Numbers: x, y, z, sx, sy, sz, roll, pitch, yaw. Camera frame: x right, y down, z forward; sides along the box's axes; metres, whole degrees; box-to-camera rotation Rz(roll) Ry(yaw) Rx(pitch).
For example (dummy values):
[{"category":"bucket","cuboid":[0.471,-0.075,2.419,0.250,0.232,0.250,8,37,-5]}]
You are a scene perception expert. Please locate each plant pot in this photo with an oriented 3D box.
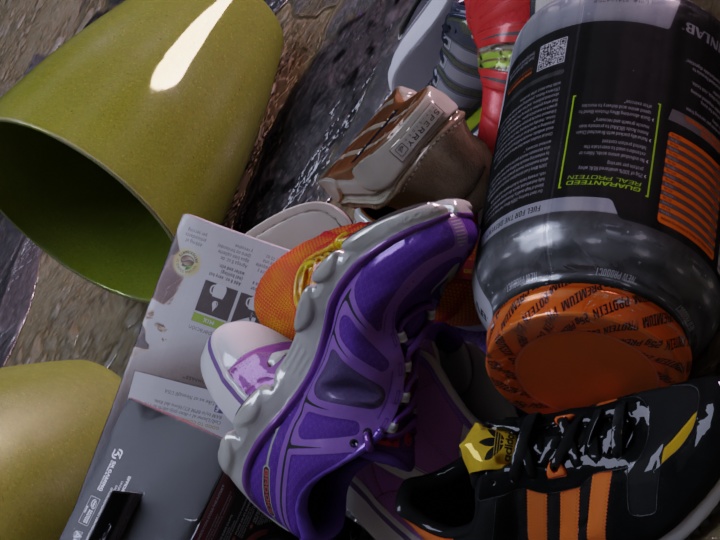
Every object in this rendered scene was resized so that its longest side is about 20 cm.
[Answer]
[{"category":"plant pot","cuboid":[-0.144,-0.112,1.999,0.200,0.187,0.187,-54,19,-25]},{"category":"plant pot","cuboid":[-0.221,0.135,1.718,0.200,0.187,0.187,-34,-2,-46]}]

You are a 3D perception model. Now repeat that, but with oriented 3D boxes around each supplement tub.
[{"category":"supplement tub","cuboid":[0.121,-0.030,1.386,0.122,0.122,0.200,-35,33,46]}]

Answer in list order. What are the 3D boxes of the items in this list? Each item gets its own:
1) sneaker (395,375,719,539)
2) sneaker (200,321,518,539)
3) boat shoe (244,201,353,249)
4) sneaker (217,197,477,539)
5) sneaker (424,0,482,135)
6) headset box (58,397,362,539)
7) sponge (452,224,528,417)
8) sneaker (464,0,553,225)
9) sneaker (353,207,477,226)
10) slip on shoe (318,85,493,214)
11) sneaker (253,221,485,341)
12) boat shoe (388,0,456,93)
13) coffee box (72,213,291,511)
[{"category":"sneaker","cuboid":[0.095,0.096,1.333,0.200,0.090,0.070,-36,34,46]},{"category":"sneaker","cuboid":[0.007,0.058,1.475,0.200,0.073,0.114,36,120,27]},{"category":"boat shoe","cuboid":[-0.063,0.031,1.764,0.200,0.073,0.063,-54,-10,23]},{"category":"sneaker","cuboid":[0.010,0.050,1.390,0.083,0.081,0.200,45,123,28]},{"category":"sneaker","cuboid":[0.071,-0.116,1.619,0.200,0.081,0.074,-29,3,44]},{"category":"headset box","cuboid":[-0.094,0.165,1.509,0.075,0.200,0.149,21,81,27]},{"category":"sponge","cuboid":[0.043,0.045,1.525,0.200,0.030,0.112,-28,57,46]},{"category":"sneaker","cuboid":[0.089,-0.118,1.523,0.085,0.077,0.200,26,108,41]},{"category":"sneaker","cuboid":[0.014,-0.004,1.628,0.200,0.085,0.073,-51,26,29]},{"category":"slip on shoe","cuboid":[0.029,-0.057,1.503,0.076,0.061,0.200,-51,7,-8]},{"category":"sneaker","cuboid":[0.000,0.000,1.509,0.200,0.077,0.073,-12,69,52]},{"category":"boat shoe","cuboid":[0.082,-0.180,1.722,0.200,0.070,0.066,-54,24,35]},{"category":"coffee box","cuboid":[-0.088,0.080,1.655,0.113,0.080,0.200,33,-104,-73]}]
